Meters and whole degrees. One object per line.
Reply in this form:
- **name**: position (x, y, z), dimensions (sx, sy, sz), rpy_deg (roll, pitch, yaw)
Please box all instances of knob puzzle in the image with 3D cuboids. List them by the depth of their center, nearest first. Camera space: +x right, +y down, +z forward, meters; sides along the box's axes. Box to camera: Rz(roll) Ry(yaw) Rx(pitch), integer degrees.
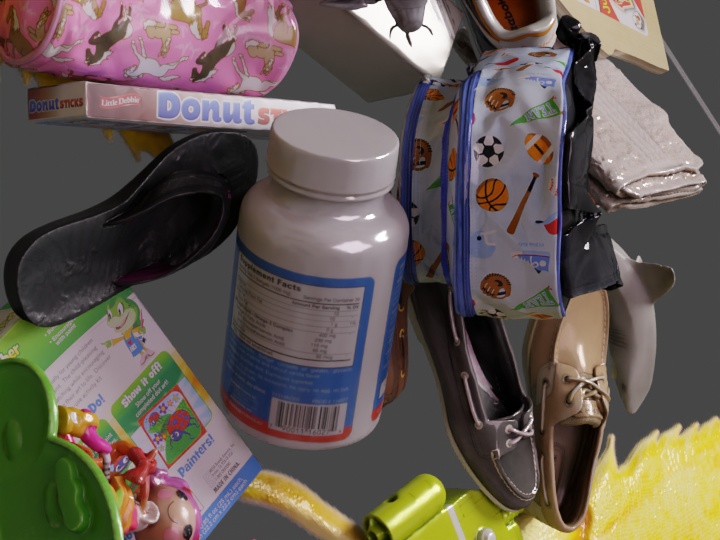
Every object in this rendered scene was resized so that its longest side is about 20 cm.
- **knob puzzle**: position (0.166, -0.256, 1.415), dimensions (0.219, 0.030, 0.222), rpy_deg (29, 50, -40)

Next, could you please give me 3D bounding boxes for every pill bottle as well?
- **pill bottle**: position (-0.028, 0.004, 1.135), dimensions (0.112, 0.112, 0.202), rpy_deg (-15, 124, -41)

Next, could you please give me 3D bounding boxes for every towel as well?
- **towel**: position (0.170, -0.124, 1.349), dimensions (0.132, 0.035, 0.200), rpy_deg (-13, 54, -48)

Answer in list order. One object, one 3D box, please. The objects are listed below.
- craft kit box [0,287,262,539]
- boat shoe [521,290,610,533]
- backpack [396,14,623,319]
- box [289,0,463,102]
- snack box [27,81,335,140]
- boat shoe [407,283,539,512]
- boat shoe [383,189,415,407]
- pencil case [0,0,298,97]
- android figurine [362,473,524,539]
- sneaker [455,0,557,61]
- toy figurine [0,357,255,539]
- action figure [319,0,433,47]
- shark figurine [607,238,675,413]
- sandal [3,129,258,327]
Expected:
- **craft kit box**: position (-0.180, 0.120, 1.095), dimensions (0.200, 0.048, 0.198), rpy_deg (-49, 119, -33)
- **boat shoe**: position (0.164, 0.098, 1.348), dimensions (0.071, 0.064, 0.202), rpy_deg (0, 102, -29)
- **backpack**: position (0.098, -0.056, 1.182), dimensions (0.191, 0.152, 0.202), rpy_deg (-81, 165, -76)
- **box**: position (-0.025, -0.203, 1.235), dimensions (0.199, 0.082, 0.069), rpy_deg (36, 63, -35)
- **snack box**: position (-0.114, -0.102, 1.152), dimensions (0.199, 0.072, 0.025), rpy_deg (1, 91, -41)
- **boat shoe**: position (0.092, 0.083, 1.305), dimensions (0.067, 0.057, 0.202), rpy_deg (-27, 95, -48)
- **boat shoe**: position (0.000, 0.000, 1.250), dimensions (0.067, 0.072, 0.202), rpy_deg (-7, 97, -46)
- **pencil case**: position (-0.137, -0.160, 1.132), dimensions (0.199, 0.082, 0.088), rpy_deg (1, 86, -40)
- **android figurine**: position (0.062, 0.240, 1.297), dimensions (0.199, 0.041, 0.184), rpy_deg (-30, 105, -37)
- **sneaker**: position (0.089, -0.239, 1.295), dimensions (0.078, 0.079, 0.201), rpy_deg (-25, 77, -18)
- **toy figurine**: position (-0.140, 0.163, 1.041), dimensions (0.183, 0.149, 0.202), rpy_deg (21, 47, -52)
- **action figure**: position (0.016, -0.244, 1.160), dimensions (0.129, 0.069, 0.202), rpy_deg (-9, 83, -18)
- **shark figurine**: position (0.202, 0.000, 1.413), dimensions (0.215, 0.089, 0.129), rpy_deg (47, 57, -30)
- **sandal**: position (-0.127, -0.022, 1.087), dimensions (0.200, 0.048, 0.076), rpy_deg (-35, 125, -35)
